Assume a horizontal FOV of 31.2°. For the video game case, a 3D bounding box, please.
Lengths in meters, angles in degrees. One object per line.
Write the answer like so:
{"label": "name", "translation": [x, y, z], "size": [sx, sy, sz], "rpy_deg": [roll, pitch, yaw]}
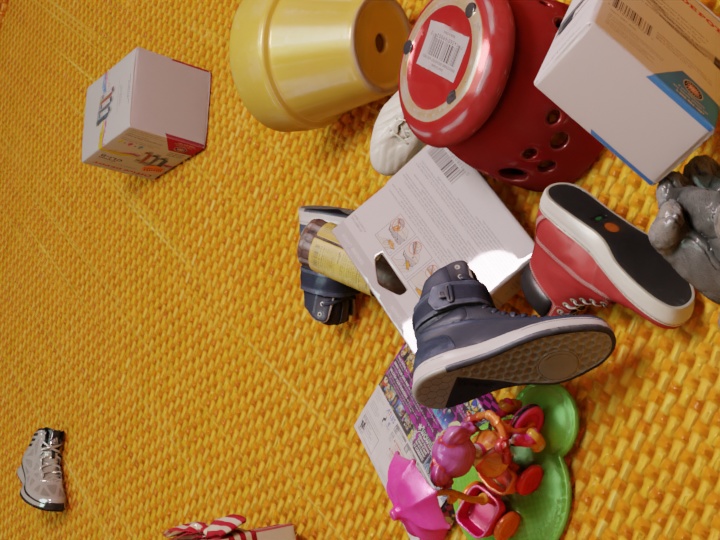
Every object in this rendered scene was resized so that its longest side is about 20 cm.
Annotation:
{"label": "video game case", "translation": [0.078, 0.182, 1.472], "size": [0.183, 0.035, 0.201], "rpy_deg": [-60, 37, 24]}

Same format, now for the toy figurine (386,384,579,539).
{"label": "toy figurine", "translation": [0.109, 0.198, 1.262], "size": [0.150, 0.183, 0.202], "rpy_deg": [37, 109, 37]}

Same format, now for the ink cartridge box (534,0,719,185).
{"label": "ink cartridge box", "translation": [0.253, -0.193, 1.170], "size": [0.084, 0.144, 0.201], "rpy_deg": [-46, 9, 38]}

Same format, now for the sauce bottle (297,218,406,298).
{"label": "sauce bottle", "translation": [0.020, 0.000, 1.527], "size": [0.198, 0.064, 0.066], "rpy_deg": [25, 101, 24]}

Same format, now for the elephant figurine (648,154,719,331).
{"label": "elephant figurine", "translation": [0.341, -0.050, 1.064], "size": [0.199, 0.154, 0.143], "rpy_deg": [-20, 40, 61]}

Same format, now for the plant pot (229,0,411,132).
{"label": "plant pot", "translation": [-0.039, -0.288, 1.687], "size": [0.187, 0.200, 0.204], "rpy_deg": [1, 80, 39]}

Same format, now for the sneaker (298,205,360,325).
{"label": "sneaker", "translation": [0.001, 0.000, 1.623], "size": [0.201, 0.076, 0.149], "rpy_deg": [9, 100, 44]}

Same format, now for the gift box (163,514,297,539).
{"label": "gift box", "translation": [-0.172, 0.411, 1.647], "size": [0.183, 0.198, 0.190], "rpy_deg": [-21, 77, 47]}

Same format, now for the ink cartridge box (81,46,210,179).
{"label": "ink cartridge box", "translation": [-0.366, -0.260, 2.187], "size": [0.199, 0.144, 0.147], "rpy_deg": [-21, 62, 52]}

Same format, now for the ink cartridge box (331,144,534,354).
{"label": "ink cartridge box", "translation": [0.086, -0.027, 1.431], "size": [0.176, 0.045, 0.201], "rpy_deg": [-40, 57, 9]}

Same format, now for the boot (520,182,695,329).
{"label": "boot", "translation": [0.238, 0.026, 1.275], "size": [0.200, 0.072, 0.146], "rpy_deg": [46, 137, 38]}

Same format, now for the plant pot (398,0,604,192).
{"label": "plant pot", "translation": [0.150, -0.199, 1.370], "size": [0.200, 0.180, 0.204], "rpy_deg": [-22, 63, 53]}

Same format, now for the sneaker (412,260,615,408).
{"label": "sneaker", "translation": [0.145, 0.046, 1.276], "size": [0.199, 0.077, 0.147], "rpy_deg": [-13, 41, 12]}

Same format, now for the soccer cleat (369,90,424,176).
{"label": "soccer cleat", "translation": [0.076, -0.201, 1.550], "size": [0.201, 0.069, 0.078], "rpy_deg": [-57, 20, 7]}

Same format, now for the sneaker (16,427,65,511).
{"label": "sneaker", "translation": [-0.576, 0.354, 2.353], "size": [0.200, 0.075, 0.117], "rpy_deg": [34, 109, 57]}
